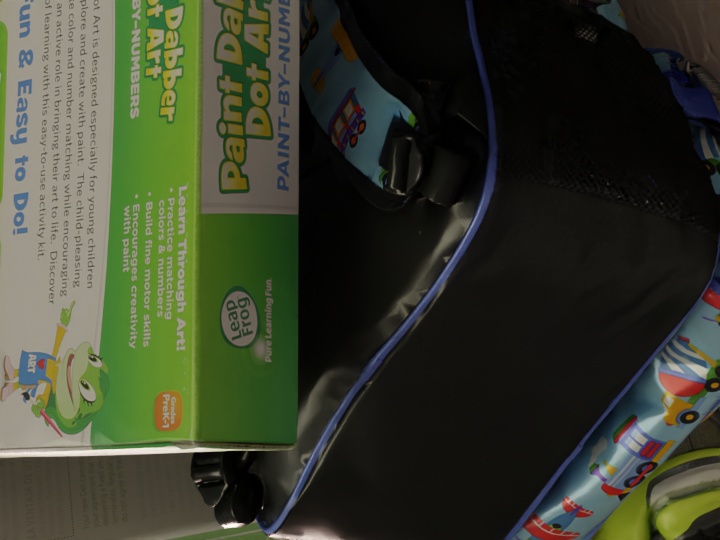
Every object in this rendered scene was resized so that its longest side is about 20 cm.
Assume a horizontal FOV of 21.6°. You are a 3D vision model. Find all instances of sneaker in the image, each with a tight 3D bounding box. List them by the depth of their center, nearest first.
[{"bbox_3d":[0.094,0.077,0.716,0.200,0.074,0.081,130,129,-67],"label":"sneaker"}]

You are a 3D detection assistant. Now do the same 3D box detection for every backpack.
[{"bbox_3d":[0.028,-0.028,0.610,0.201,0.134,0.183,-100,32,-44],"label":"backpack"}]

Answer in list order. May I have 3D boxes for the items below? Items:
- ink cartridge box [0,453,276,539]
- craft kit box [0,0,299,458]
[{"bbox_3d":[-0.104,0.056,0.686,0.048,0.199,0.146,83,176,-46],"label":"ink cartridge box"},{"bbox_3d":[-0.102,-0.043,0.576,0.197,0.048,0.201,-6,80,43],"label":"craft kit box"}]
